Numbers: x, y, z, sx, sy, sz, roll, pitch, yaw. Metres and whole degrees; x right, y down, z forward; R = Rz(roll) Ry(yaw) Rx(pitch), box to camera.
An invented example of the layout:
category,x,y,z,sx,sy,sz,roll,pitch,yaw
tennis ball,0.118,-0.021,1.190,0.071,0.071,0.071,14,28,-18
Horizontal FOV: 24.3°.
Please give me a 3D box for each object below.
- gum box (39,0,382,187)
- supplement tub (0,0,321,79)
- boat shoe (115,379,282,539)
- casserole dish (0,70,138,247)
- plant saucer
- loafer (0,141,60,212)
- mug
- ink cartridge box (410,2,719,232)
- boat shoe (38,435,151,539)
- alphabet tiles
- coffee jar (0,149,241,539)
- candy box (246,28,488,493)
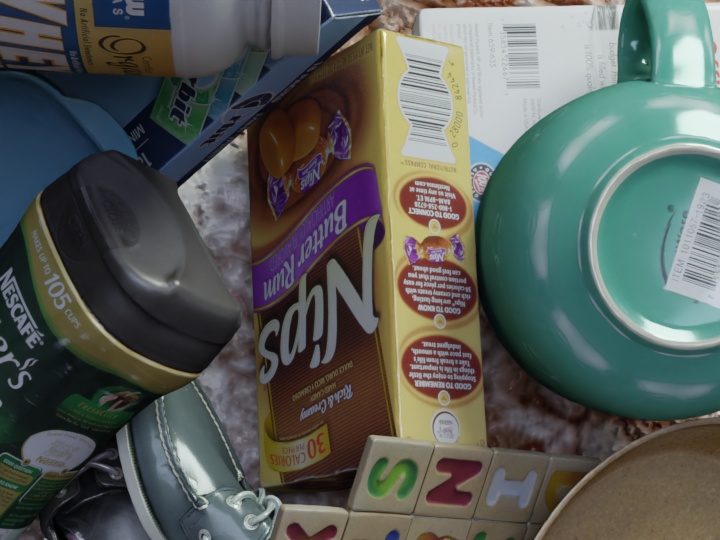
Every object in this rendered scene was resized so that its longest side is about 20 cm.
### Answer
category,x,y,z,sx,sy,sz,roll,pitch,yaw
gum box,-0.105,-0.158,0.806,0.045,0.170,0.200,-20,77,-54
supplement tub,-0.114,-0.151,0.666,0.200,0.145,0.145,2,78,-2
boat shoe,-0.051,0.127,0.779,0.062,0.073,0.200,-25,86,28
casserole dish,-0.193,-0.021,0.785,0.200,0.039,0.121,-32,119,10
plant saucer,0.144,0.160,0.780,0.200,0.035,0.201,-6,104,-23
loafer,-0.225,-0.068,0.829,0.200,0.073,0.072,26,115,-5
mug,0.125,-0.023,0.747,0.152,0.114,0.185,-28,92,-4
ink cartridge box,0.127,-0.070,0.847,0.200,0.067,0.116,-1,79,-5
boat shoe,-0.112,0.134,0.789,0.067,0.057,0.200,-21,80,-7
alphabet tiles,0.035,0.156,0.749,0.200,0.006,0.167,10,103,-35
coffee jar,-0.147,0.043,0.746,0.200,0.085,0.104,-42,54,16
candy box,0.000,0.000,0.793,0.056,0.117,0.200,5,75,-36
